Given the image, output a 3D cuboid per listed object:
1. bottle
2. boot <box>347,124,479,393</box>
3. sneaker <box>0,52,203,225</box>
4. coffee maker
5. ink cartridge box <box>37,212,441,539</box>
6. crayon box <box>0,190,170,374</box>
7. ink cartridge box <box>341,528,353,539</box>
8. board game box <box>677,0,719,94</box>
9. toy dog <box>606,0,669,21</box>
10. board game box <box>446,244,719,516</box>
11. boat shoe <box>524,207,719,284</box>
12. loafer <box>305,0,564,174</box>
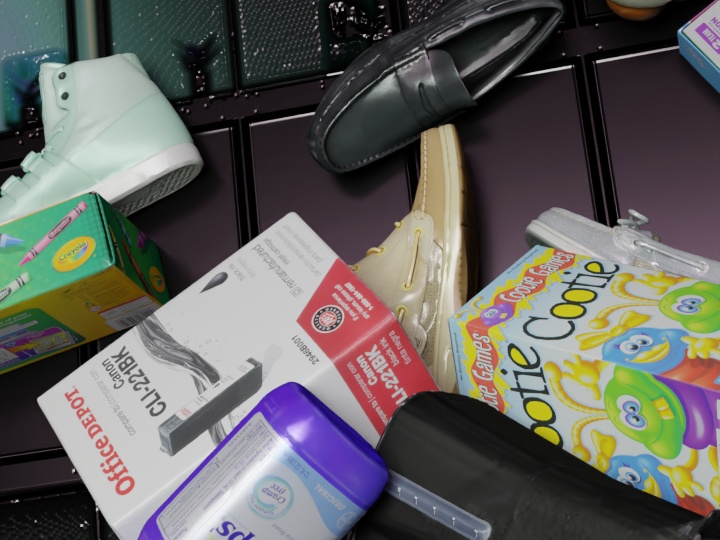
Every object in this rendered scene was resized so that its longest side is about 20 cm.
[{"bbox_3d":[-0.077,0.154,0.900,0.200,0.084,0.065,-46,27,0],"label":"bottle"},{"bbox_3d":[0.000,0.000,1.124,0.155,0.073,0.200,-2,77,14],"label":"boot"},{"bbox_3d":[-0.225,-0.079,1.193,0.200,0.074,0.118,-27,76,-6],"label":"sneaker"},{"bbox_3d":[0.112,0.142,0.916,0.200,0.135,0.192,26,70,41],"label":"coffee maker"},{"bbox_3d":[-0.074,0.078,0.996,0.200,0.084,0.144,-37,39,-7],"label":"ink cartridge box"},{"bbox_3d":[-0.244,0.021,1.146,0.200,0.119,0.058,-20,71,6],"label":"crayon box"},{"bbox_3d":[-0.036,0.167,1.074,0.200,0.084,0.145,4,75,14],"label":"ink cartridge box"},{"bbox_3d":[0.336,-0.164,1.109,0.200,0.040,0.153,-39,70,0],"label":"board game box"},{"bbox_3d":[0.149,-0.260,1.120,0.200,0.140,0.194,35,53,9],"label":"toy dog"},{"bbox_3d":[0.166,0.068,0.995,0.200,0.103,0.105,13,36,37],"label":"board game box"},{"bbox_3d":[0.203,0.006,1.076,0.202,0.074,0.065,24,74,14],"label":"boat shoe"},{"bbox_3d":[0.051,-0.134,1.144,0.200,0.068,0.070,-38,34,-2],"label":"loafer"}]
